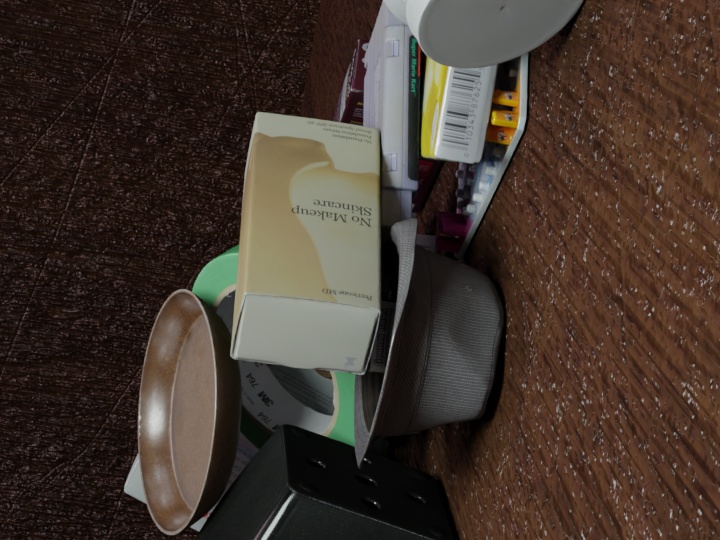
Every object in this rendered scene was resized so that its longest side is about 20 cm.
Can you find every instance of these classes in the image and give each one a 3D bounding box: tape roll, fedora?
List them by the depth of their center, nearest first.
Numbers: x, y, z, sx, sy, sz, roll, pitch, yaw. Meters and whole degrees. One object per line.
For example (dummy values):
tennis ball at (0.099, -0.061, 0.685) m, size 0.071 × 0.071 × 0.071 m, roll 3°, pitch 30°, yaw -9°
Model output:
fedora at (0.051, 0.056, 1.179) m, size 0.200 × 0.089 × 0.178 m, roll -97°, pitch 18°, yaw -68°
tape roll at (-0.058, 0.069, 1.345) m, size 0.048 × 0.200 × 0.201 m, roll -30°, pitch -32°, yaw -40°

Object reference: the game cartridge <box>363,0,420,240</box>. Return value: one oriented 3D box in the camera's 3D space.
game cartridge at (0.024, -0.110, 1.314) m, size 0.130 × 0.038 × 0.202 m, roll 126°, pitch 147°, yaw -70°

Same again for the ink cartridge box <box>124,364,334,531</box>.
ink cartridge box at (-0.109, 0.137, 1.526) m, size 0.201 × 0.145 × 0.145 m, roll -59°, pitch 6°, yaw 15°

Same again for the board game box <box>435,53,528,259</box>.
board game box at (0.098, -0.144, 1.317) m, size 0.200 × 0.026 × 0.202 m, roll 111°, pitch 165°, yaw -58°

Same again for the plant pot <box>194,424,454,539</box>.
plant pot at (-0.026, 0.239, 1.239) m, size 0.200 × 0.198 × 0.179 m, roll -105°, pitch 37°, yaw -73°

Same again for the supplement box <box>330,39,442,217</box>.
supplement box at (0.027, -0.131, 1.530) m, size 0.200 × 0.108 × 0.061 m, roll 115°, pitch 163°, yaw -61°

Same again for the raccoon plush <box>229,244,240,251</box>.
raccoon plush at (-0.026, -0.027, 1.471) m, size 0.200 × 0.096 × 0.135 m, roll 37°, pitch -115°, yaw -56°

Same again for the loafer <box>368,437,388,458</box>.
loafer at (-0.007, 0.155, 1.546) m, size 0.200 × 0.072 × 0.073 m, roll -99°, pitch 12°, yaw -66°

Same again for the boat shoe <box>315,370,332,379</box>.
boat shoe at (0.000, 0.000, 1.412) m, size 0.076 × 0.071 × 0.202 m, roll 24°, pitch -111°, yaw -54°

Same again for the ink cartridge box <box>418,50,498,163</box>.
ink cartridge box at (0.075, -0.186, 1.282) m, size 0.200 × 0.047 × 0.200 m, roll -156°, pitch 74°, yaw -80°

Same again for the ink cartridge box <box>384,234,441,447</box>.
ink cartridge box at (0.047, 0.070, 1.454) m, size 0.200 × 0.047 × 0.162 m, roll 65°, pitch -149°, yaw -74°

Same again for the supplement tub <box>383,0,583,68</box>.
supplement tub at (0.063, -0.254, 1.097) m, size 0.145 × 0.143 × 0.201 m, roll 110°, pitch 145°, yaw -55°

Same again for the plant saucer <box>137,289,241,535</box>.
plant saucer at (-0.140, 0.117, 1.335) m, size 0.200 × 0.034 × 0.202 m, roll -176°, pitch 90°, yaw -65°

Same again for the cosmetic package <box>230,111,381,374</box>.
cosmetic package at (-0.039, -0.024, 1.204) m, size 0.201 × 0.104 × 0.071 m, roll -92°, pitch 12°, yaw -45°
